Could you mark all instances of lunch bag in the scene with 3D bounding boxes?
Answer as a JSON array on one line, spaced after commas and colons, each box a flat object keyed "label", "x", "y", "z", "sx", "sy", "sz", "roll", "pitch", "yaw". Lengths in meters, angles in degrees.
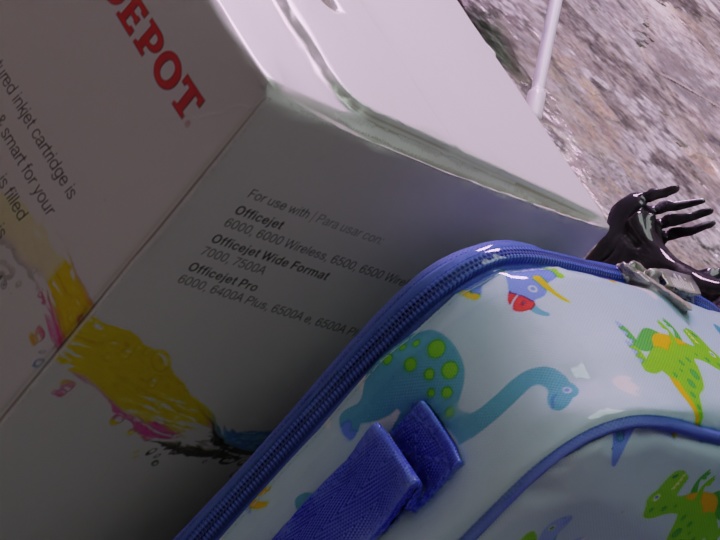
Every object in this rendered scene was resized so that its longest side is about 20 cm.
[{"label": "lunch bag", "x": 0.023, "y": 0.084, "z": 0.717, "sx": 0.161, "sy": 0.200, "sz": 0.083, "roll": 11, "pitch": 36, "yaw": -52}]

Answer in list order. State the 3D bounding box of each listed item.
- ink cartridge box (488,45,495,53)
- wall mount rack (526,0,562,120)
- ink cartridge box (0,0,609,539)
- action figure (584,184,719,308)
[{"label": "ink cartridge box", "x": -0.049, "y": -0.110, "z": 1.127, "sx": 0.145, "sy": 0.083, "sz": 0.200, "roll": 47, "pitch": 22, "yaw": 14}, {"label": "wall mount rack", "x": 0.051, "y": -0.175, "z": 1.451, "sx": 0.200, "sy": 0.075, "sz": 0.174, "roll": 29, "pitch": 21, "yaw": -29}, {"label": "ink cartridge box", "x": -0.065, "y": -0.008, "z": 0.742, "sx": 0.144, "sy": 0.200, "sz": 0.147, "roll": 18, "pitch": 32, "yaw": -46}, {"label": "action figure", "x": 0.147, "y": 0.049, "z": 0.962, "sx": 0.119, "sy": 0.102, "sz": 0.200, "roll": 54, "pitch": 11, "yaw": -39}]
